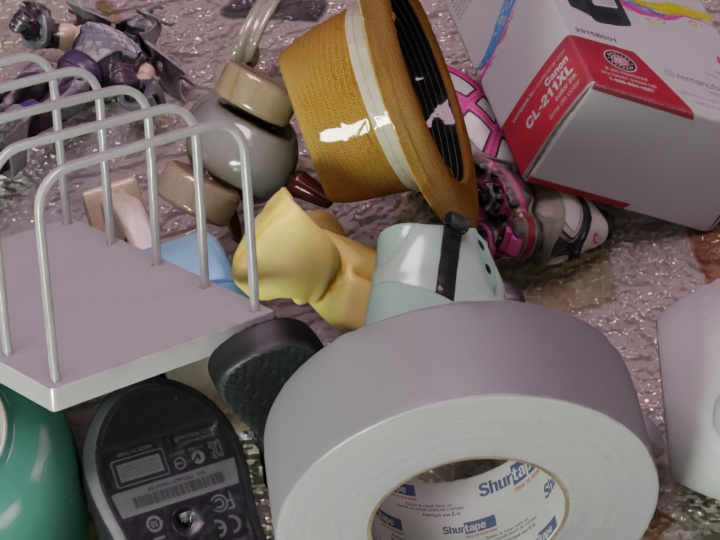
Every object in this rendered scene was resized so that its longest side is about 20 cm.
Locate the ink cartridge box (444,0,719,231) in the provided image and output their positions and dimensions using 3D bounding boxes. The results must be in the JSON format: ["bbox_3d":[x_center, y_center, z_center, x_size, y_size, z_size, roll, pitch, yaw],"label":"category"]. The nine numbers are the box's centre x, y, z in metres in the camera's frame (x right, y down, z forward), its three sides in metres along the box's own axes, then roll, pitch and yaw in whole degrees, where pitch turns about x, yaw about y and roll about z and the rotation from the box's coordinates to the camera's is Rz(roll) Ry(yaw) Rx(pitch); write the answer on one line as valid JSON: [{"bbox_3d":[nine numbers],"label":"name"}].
[{"bbox_3d":[0.149,-0.132,1.654,0.146,0.083,0.200,13,37,-29],"label":"ink cartridge box"}]

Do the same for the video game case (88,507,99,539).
[{"bbox_3d":[-0.250,0.171,1.482,0.200,0.023,0.182,24,52,29],"label":"video game case"}]

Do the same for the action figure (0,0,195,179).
[{"bbox_3d":[-0.194,-0.122,1.742,0.130,0.069,0.200,24,49,34],"label":"action figure"}]

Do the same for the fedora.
[{"bbox_3d":[0.005,-0.095,1.530,0.082,0.201,0.201,-18,43,11],"label":"fedora"}]

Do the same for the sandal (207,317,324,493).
[{"bbox_3d":[-0.031,0.070,1.429,0.075,0.200,0.048,-23,58,-1],"label":"sandal"}]

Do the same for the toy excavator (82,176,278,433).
[{"bbox_3d":[-0.113,0.014,1.558,0.100,0.194,0.200,-17,73,-9],"label":"toy excavator"}]

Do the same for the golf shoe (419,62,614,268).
[{"bbox_3d":[0.081,-0.070,1.664,0.092,0.073,0.200,-2,41,-31],"label":"golf shoe"}]

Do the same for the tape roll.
[{"bbox_3d":[0.051,0.104,1.384,0.200,0.200,0.066,-9,49,-3],"label":"tape roll"}]

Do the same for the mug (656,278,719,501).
[{"bbox_3d":[0.249,0.065,1.420,0.175,0.148,0.200,-5,8,6],"label":"mug"}]

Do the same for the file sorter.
[{"bbox_3d":[-0.162,-0.030,1.408,0.139,0.125,0.200,-19,26,-34],"label":"file sorter"}]

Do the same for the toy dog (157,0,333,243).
[{"bbox_3d":[-0.060,-0.074,1.628,0.096,0.132,0.200,31,25,-7],"label":"toy dog"}]

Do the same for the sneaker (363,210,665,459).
[{"bbox_3d":[0.090,0.037,1.466,0.200,0.074,0.118,23,55,-31],"label":"sneaker"}]

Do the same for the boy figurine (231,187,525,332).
[{"bbox_3d":[0.000,0.000,1.517,0.064,0.200,0.124,-54,47,15],"label":"boy figurine"}]

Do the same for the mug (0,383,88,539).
[{"bbox_3d":[-0.217,0.125,1.409,0.152,0.114,0.185,-22,59,-13],"label":"mug"}]

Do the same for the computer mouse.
[{"bbox_3d":[-0.097,0.157,1.416,0.138,0.053,0.200,-11,77,-19],"label":"computer mouse"}]
